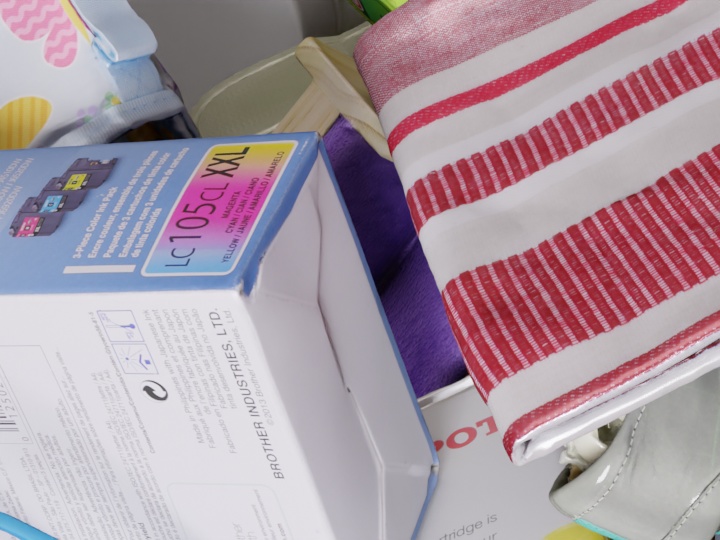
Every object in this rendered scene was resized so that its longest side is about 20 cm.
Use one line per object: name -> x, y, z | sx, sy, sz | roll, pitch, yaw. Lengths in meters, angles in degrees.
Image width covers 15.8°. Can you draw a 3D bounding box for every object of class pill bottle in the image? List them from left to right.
pill bottle -> -0.022, -0.138, 1.091 | 0.112, 0.114, 0.200 | -4, 25, 30

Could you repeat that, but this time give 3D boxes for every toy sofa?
toy sofa -> -0.029, 0.031, 0.884 | 0.200, 0.083, 0.098 | -50, 51, 13

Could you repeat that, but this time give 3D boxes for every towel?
towel -> 0.079, -0.044, 0.757 | 0.143, 0.023, 0.201 | -29, 38, 8

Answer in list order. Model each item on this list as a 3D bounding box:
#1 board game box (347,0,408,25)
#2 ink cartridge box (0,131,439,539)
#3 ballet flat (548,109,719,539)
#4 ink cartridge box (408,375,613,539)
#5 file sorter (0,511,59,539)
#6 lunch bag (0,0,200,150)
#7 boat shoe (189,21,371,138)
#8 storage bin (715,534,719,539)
board game box -> 0.082, -0.081, 0.888 | 0.101, 0.048, 0.200 | -41, 61, -4
ink cartridge box -> -0.092, 0.036, 0.788 | 0.199, 0.137, 0.077 | -2, 37, 24
ballet flat -> 0.093, -0.015, 0.784 | 0.063, 0.067, 0.201 | 14, 70, -8
ink cartridge box -> 0.025, 0.140, 0.788 | 0.144, 0.084, 0.200 | -24, 36, 5
file sorter -> -0.139, 0.158, 0.763 | 0.199, 0.122, 0.140 | -18, 49, 50
lunch bag -> -0.143, -0.065, 0.903 | 0.127, 0.170, 0.200 | -22, -20, -42
boat shoe -> 0.037, -0.062, 0.966 | 0.198, 0.066, 0.075 | -23, 37, 1
storage bin -> 0.180, 0.064, 0.746 | 0.133, 0.146, 0.201 | 13, 41, -4
